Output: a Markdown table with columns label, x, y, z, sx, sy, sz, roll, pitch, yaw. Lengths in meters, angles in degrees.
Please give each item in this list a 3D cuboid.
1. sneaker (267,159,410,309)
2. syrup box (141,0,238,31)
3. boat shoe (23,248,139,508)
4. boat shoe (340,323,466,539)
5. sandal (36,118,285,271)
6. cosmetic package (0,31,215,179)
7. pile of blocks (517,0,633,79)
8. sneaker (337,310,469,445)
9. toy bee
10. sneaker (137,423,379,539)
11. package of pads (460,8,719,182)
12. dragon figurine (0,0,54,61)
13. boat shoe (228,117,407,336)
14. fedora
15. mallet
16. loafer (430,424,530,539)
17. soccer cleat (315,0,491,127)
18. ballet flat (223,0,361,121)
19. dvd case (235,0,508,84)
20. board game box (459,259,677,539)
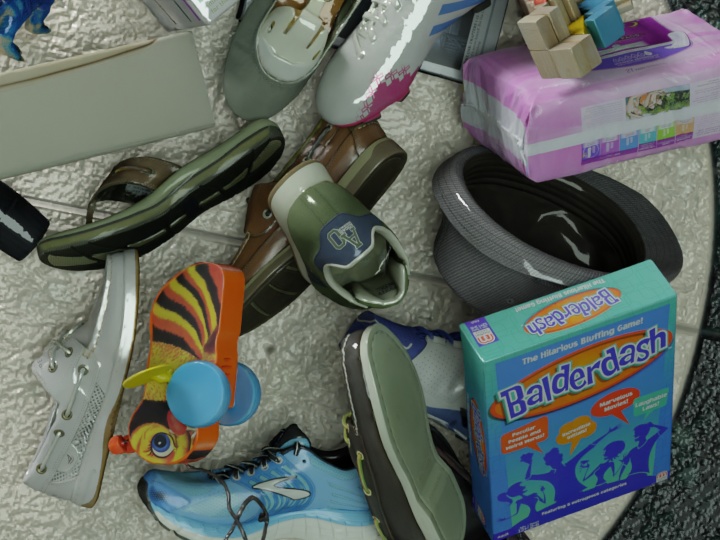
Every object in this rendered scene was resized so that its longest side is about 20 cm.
| label | x | y | z | sx | sy | sz | roll | pitch | yaw |
| --- | --- | --- | --- | --- | --- | --- | --- | --- | --- |
| sneaker | 0.000 | 0.000 | 1.350 | 0.067 | 0.200 | 0.090 | -41 | 62 | -3 |
| syrup box | -0.115 | -0.220 | 1.296 | 0.079 | 0.200 | 0.081 | -42 | 104 | -6 |
| boat shoe | -0.207 | 0.077 | 1.373 | 0.069 | 0.071 | 0.200 | 13 | 102 | -8 |
| boat shoe | 0.019 | 0.129 | 1.375 | 0.060 | 0.072 | 0.201 | -5 | 121 | 28 |
| sandal | -0.150 | -0.060 | 1.382 | 0.201 | 0.080 | 0.057 | -31 | 77 | -10 |
| cosmetic package | -0.216 | -0.109 | 1.315 | 0.200 | 0.103 | 0.073 | -17 | 98 | -25 |
| pile of blocks | 0.153 | -0.201 | 1.370 | 0.082 | 0.200 | 0.062 | -23 | 110 | 10 |
| sneaker | 0.086 | 0.070 | 1.452 | 0.199 | 0.081 | 0.115 | 35 | 84 | -22 |
| toy bee | -0.133 | 0.096 | 1.339 | 0.108 | 0.131 | 0.200 | -7 | 63 | 21 |
| sneaker | -0.072 | 0.154 | 1.416 | 0.200 | 0.078 | 0.090 | 1 | 108 | -23 |
| package of pads | 0.186 | -0.133 | 1.411 | 0.200 | 0.121 | 0.076 | -15 | 121 | -18 |
| dragon figurine | -0.238 | -0.205 | 1.301 | 0.059 | 0.200 | 0.100 | 28 | 119 | 5 |
| boat shoe | -0.052 | -0.037 | 1.410 | 0.200 | 0.072 | 0.068 | -47 | 71 | 6 |
| fedora | 0.135 | -0.013 | 1.423 | 0.200 | 0.177 | 0.090 | 10 | 125 | -26 |
| mallet | -0.318 | 0.013 | 1.364 | 0.200 | 0.041 | 0.066 | -43 | 103 | -1 |
| loafer | 0.088 | 0.207 | 1.471 | 0.072 | 0.063 | 0.200 | -38 | 104 | -6 |
| soccer cleat | 0.032 | -0.194 | 1.367 | 0.200 | 0.070 | 0.086 | -46 | 141 | -12 |
| ballet flat | -0.035 | -0.197 | 1.364 | 0.067 | 0.064 | 0.200 | 34 | 89 | -15 |
| dvd case | 0.020 | -0.236 | 1.418 | 0.200 | 0.025 | 0.151 | 14 | 94 | -16 |
| board game box | 0.153 | 0.099 | 1.371 | 0.152 | 0.045 | 0.200 | -19 | 134 | -11 |
